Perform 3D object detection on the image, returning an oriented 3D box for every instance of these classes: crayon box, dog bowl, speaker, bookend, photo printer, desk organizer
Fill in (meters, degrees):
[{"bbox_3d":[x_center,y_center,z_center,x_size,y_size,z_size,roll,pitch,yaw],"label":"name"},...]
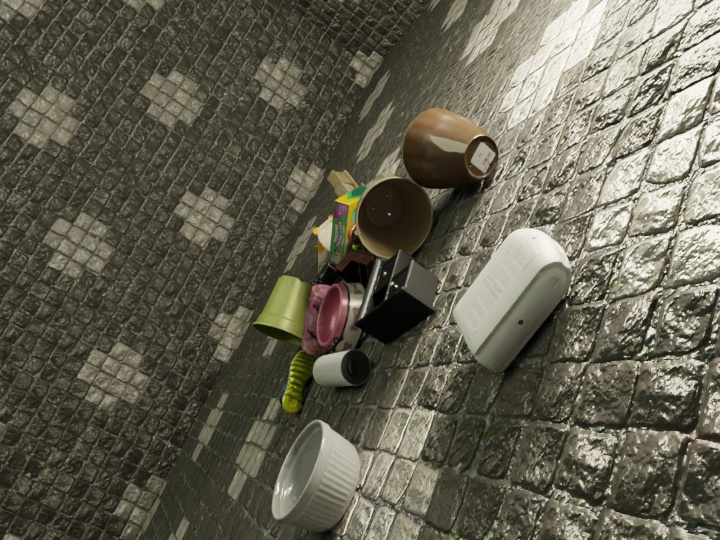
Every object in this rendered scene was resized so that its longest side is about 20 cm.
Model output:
[{"bbox_3d":[-0.027,-0.136,1.841,0.172,0.057,0.205,-37,-40,-54],"label":"crayon box"},{"bbox_3d":[-0.054,0.125,1.599,0.201,0.072,0.205,130,147,-49],"label":"dog bowl"},{"bbox_3d":[-0.049,0.239,1.454,0.083,0.080,0.199,-65,15,-22],"label":"speaker"},{"bbox_3d":[0.095,0.029,1.350,0.199,0.091,0.202,-40,25,50],"label":"bookend"},{"bbox_3d":[0.234,0.034,0.929,0.202,0.068,0.167,-56,15,14],"label":"photo printer"},{"bbox_3d":[0.000,0.000,1.684,0.077,0.072,0.199,-46,19,-9],"label":"desk organizer"}]

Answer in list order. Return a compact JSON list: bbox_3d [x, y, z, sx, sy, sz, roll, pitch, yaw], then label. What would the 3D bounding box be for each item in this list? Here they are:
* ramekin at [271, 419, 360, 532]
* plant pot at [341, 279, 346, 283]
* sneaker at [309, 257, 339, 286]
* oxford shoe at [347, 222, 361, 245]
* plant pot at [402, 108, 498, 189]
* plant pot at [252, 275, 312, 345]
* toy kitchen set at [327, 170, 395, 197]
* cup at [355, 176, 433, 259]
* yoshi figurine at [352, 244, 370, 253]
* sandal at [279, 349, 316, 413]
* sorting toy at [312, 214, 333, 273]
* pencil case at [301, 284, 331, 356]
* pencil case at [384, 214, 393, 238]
[{"bbox_3d":[-0.084,0.414,1.197,0.202,0.104,0.202,-54,17,23],"label":"ramekin"},{"bbox_3d":[-0.050,0.093,1.832,0.202,0.027,0.201,-54,15,22],"label":"plant pot"},{"bbox_3d":[-0.113,0.023,2.046,0.100,0.070,0.201,-50,-2,-43],"label":"sneaker"},{"bbox_3d":[0.045,-0.149,1.711,0.072,0.071,0.202,-7,42,55],"label":"oxford shoe"},{"bbox_3d":[0.222,-0.269,1.378,0.190,0.185,0.199,-59,29,0],"label":"plant pot"},{"bbox_3d":[-0.238,0.128,2.007,0.200,0.197,0.189,-26,43,63],"label":"plant pot"},{"bbox_3d":[0.029,-0.308,2.088,0.161,0.201,0.181,-7,-37,-54],"label":"toy kitchen set"},{"bbox_3d":[0.072,-0.148,1.528,0.203,0.198,0.144,-56,19,11],"label":"cup"},{"bbox_3d":[0.054,-0.115,1.804,0.110,0.114,0.201,14,52,33],"label":"yoshi figurine"},{"bbox_3d":[-0.191,0.327,1.770,0.087,0.078,0.203,-43,21,57],"label":"sandal"},{"bbox_3d":[-0.108,-0.082,2.159,0.200,0.105,0.183,-44,-24,-42],"label":"sorting toy"},{"bbox_3d":[-0.117,0.142,1.740,0.083,0.084,0.205,-127,44,-59],"label":"pencil case"},{"bbox_3d":[0.096,-0.132,1.662,0.090,0.082,0.203,-35,29,53],"label":"pencil case"}]
